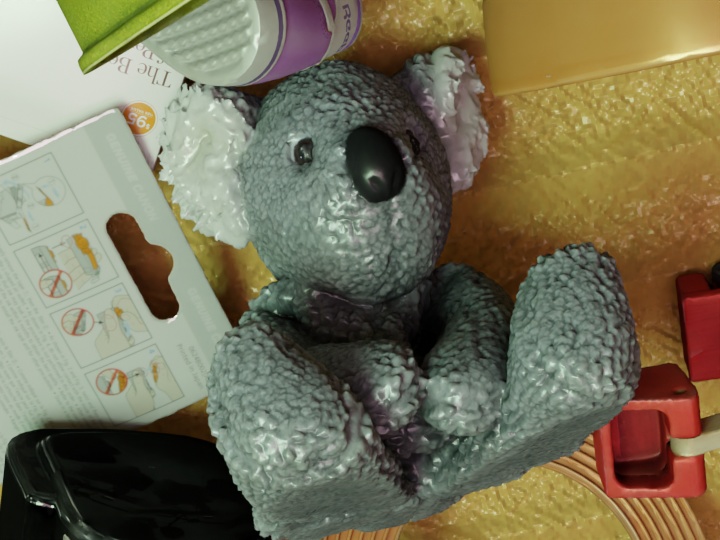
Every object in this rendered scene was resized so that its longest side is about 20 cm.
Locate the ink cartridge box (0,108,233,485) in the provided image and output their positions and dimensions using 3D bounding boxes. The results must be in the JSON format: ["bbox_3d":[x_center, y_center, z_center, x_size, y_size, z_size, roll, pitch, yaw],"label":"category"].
[{"bbox_3d":[-0.171,0.018,0.935,0.199,0.047,0.161,-23,122,3],"label":"ink cartridge box"}]

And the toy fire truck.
[{"bbox_3d":[0.198,0.039,0.906,0.198,0.141,0.049,-8,112,3],"label":"toy fire truck"}]

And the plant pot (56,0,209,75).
[{"bbox_3d":[-0.060,-0.202,0.681,0.200,0.200,0.194,-30,98,11],"label":"plant pot"}]

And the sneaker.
[{"bbox_3d":[-0.084,-0.152,0.872,0.200,0.114,0.073,45,123,17],"label":"sneaker"}]

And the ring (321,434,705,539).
[{"bbox_3d":[0.075,0.154,0.952,0.199,0.202,0.019,18,153,-7],"label":"ring"}]

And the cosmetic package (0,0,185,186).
[{"bbox_3d":[-0.174,-0.111,0.895,0.199,0.051,0.083,18,111,-7],"label":"cosmetic package"}]

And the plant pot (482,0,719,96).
[{"bbox_3d":[0.137,-0.158,0.814,0.199,0.200,0.141,-12,94,5],"label":"plant pot"}]

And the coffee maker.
[{"bbox_3d":[-0.128,0.177,0.934,0.134,0.191,0.202,-3,110,-46],"label":"coffee maker"}]

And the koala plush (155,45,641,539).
[{"bbox_3d":[0.000,0.000,0.865,0.176,0.184,0.201,-14,73,-12],"label":"koala plush"}]
